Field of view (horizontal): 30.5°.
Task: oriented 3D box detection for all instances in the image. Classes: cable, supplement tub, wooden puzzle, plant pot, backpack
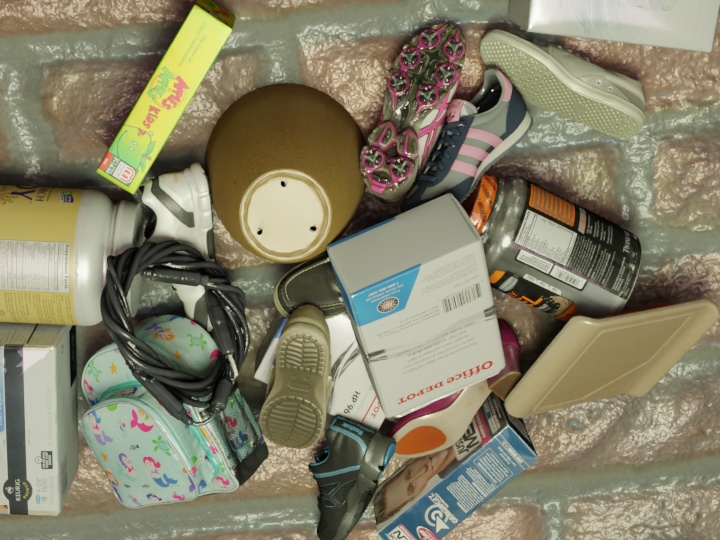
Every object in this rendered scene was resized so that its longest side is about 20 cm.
[{"bbox_3d":[-0.187,0.049,1.365,0.050,0.164,0.201,-12,127,45],"label":"cable"},{"bbox_3d":[0.197,-0.024,1.452,0.198,0.123,0.124,25,105,-9],"label":"supplement tub"},{"bbox_3d":[-0.338,-0.016,1.416,0.196,0.146,0.148,3,107,-4],"label":"supplement tub"},{"bbox_3d":[0.275,0.093,1.465,0.197,0.038,0.186,-4,145,-29],"label":"wooden puzzle"},{"bbox_3d":[-0.077,-0.082,1.381,0.183,0.200,0.189,-1,109,-3],"label":"plant pot"},{"bbox_3d":[-0.217,0.158,1.466,0.176,0.150,0.203,-13,103,38],"label":"backpack"}]

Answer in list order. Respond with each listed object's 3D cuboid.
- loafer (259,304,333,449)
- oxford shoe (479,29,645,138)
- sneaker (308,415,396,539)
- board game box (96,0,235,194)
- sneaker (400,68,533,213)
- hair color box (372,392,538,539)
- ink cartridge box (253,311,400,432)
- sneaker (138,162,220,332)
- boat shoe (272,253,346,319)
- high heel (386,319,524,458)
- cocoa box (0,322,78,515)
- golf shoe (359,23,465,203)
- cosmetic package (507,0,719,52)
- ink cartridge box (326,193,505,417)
[{"bbox_3d":[-0.062,0.117,1.435,0.075,0.069,0.202,17,134,1],"label":"loafer"},{"bbox_3d":[0.221,-0.210,1.434,0.198,0.075,0.058,25,63,-2],"label":"oxford shoe"},{"bbox_3d":[-0.021,0.243,1.536,0.081,0.073,0.201,29,131,7],"label":"sneaker"},{"bbox_3d":[-0.203,-0.187,1.393,0.047,0.102,0.201,30,103,-12],"label":"board game box"},{"bbox_3d":[0.100,-0.133,1.404,0.200,0.070,0.083,-48,123,-26],"label":"sneaker"},{"bbox_3d":[0.106,0.240,1.540,0.200,0.100,0.061,-42,106,9],"label":"hair color box"},{"bbox_3d":[-0.009,0.104,1.510,0.198,0.068,0.117,26,105,-11],"label":"ink cartridge box"},{"bbox_3d":[-0.197,-0.020,1.445,0.079,0.074,0.203,-10,117,-12],"label":"sneaker"},{"bbox_3d":[0.001,0.001,1.445,0.198,0.066,0.073,-14,77,-23],"label":"boat shoe"},{"bbox_3d":[0.104,0.140,1.534,0.198,0.097,0.067,-31,126,17],"label":"high heel"},{"bbox_3d":[-0.389,0.153,1.471,0.129,0.134,0.203,2,107,-3],"label":"cocoa box"},{"bbox_3d":[0.056,-0.170,1.431,0.072,0.092,0.202,25,85,11],"label":"golf shoe"},{"bbox_3d":[0.271,-0.342,1.359,0.196,0.123,0.203,5,107,-6],"label":"cosmetic package"},{"bbox_3d":[0.061,0.041,1.378,0.145,0.086,0.201,-23,137,-6],"label":"ink cartridge box"}]
